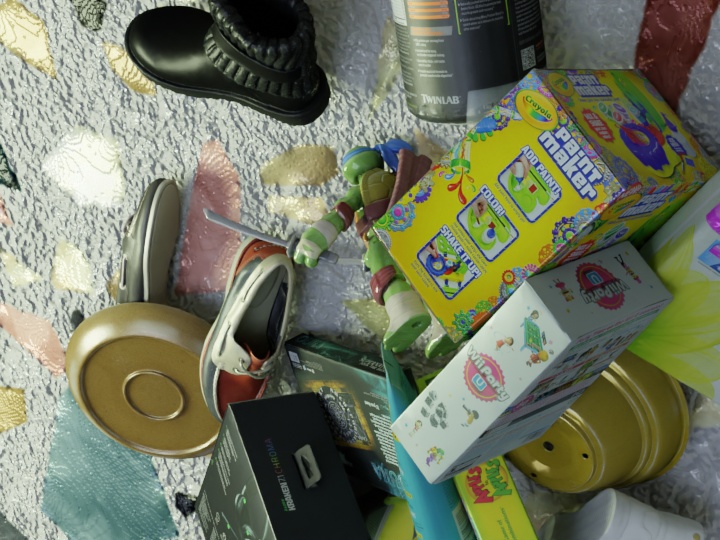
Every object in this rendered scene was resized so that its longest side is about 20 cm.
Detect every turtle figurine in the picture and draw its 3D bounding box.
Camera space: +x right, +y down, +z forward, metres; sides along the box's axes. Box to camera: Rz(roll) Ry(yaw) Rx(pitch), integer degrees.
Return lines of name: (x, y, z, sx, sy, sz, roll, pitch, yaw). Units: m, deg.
turtle figurine: (0.000, 0.000, 1.717, 0.194, 0.200, 0.144, 60, 176, 28)

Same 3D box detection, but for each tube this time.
tube: (0.052, 0.163, 1.679, 0.050, 0.077, 0.201, -19, 112, -1)

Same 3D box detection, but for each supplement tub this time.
supplement tub: (0.085, -0.230, 1.587, 0.122, 0.122, 0.201, 3, 113, 29)

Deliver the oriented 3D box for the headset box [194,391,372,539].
headset box: (-0.077, 0.236, 1.838, 0.200, 0.092, 0.174, 110, 146, -48)

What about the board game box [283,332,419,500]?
board game box: (0.004, 0.138, 1.801, 0.200, 0.028, 0.136, 15, 127, 59)

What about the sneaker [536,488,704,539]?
sneaker: (0.232, 0.260, 1.751, 0.115, 0.074, 0.200, 20, 155, -14)

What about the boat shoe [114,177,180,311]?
boat shoe: (-0.218, -0.005, 1.905, 0.057, 0.067, 0.201, 19, 123, 17)

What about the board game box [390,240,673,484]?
board game box: (0.136, 0.074, 1.541, 0.064, 0.147, 0.200, 53, 130, 16)

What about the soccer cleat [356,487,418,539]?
soccer cleat: (0.046, 0.234, 1.871, 0.200, 0.065, 0.084, -33, 120, 33)

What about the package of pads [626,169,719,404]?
package of pads: (0.309, 0.012, 1.569, 0.154, 0.068, 0.200, 31, 129, -15)

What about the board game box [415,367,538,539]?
board game box: (0.111, 0.192, 1.722, 0.047, 0.102, 0.200, -23, 65, 1)

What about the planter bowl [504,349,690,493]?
planter bowl: (0.179, 0.132, 1.694, 0.200, 0.083, 0.201, 21, 134, 23)

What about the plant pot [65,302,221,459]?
plant pot: (-0.203, 0.118, 1.934, 0.199, 0.028, 0.201, 8, 128, 10)

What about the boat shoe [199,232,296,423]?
boat shoe: (-0.104, 0.065, 1.848, 0.063, 0.071, 0.201, 48, 128, 55)

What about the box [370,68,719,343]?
box: (0.151, -0.056, 1.549, 0.193, 0.200, 0.122, -45, 72, 28)

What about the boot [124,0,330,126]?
boot: (-0.125, -0.211, 1.700, 0.210, 0.080, 0.158, 17, 164, 15)
